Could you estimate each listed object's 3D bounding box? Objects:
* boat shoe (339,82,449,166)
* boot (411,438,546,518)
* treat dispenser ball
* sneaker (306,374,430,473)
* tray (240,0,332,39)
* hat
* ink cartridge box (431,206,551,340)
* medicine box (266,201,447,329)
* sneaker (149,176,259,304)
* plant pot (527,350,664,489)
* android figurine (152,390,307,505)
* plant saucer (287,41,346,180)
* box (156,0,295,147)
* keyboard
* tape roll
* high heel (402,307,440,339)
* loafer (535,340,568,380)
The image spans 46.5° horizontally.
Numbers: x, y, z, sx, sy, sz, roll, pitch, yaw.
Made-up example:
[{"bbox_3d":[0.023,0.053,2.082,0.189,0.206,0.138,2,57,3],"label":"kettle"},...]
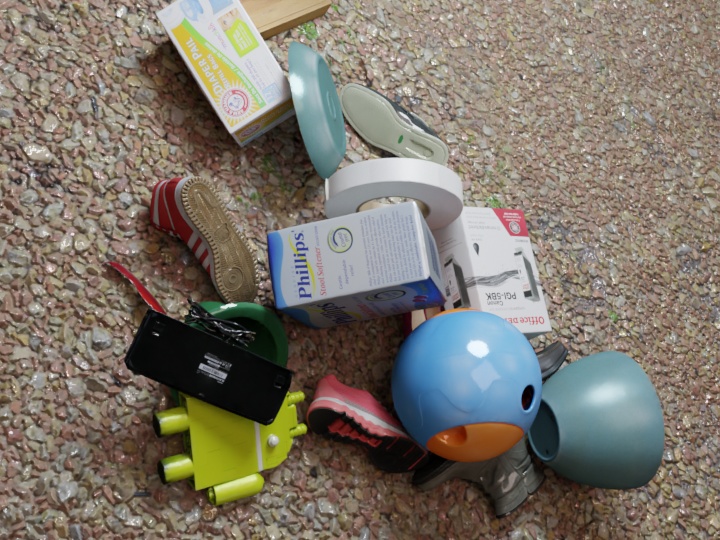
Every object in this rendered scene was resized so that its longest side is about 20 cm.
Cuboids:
[{"bbox_3d":[0.053,-0.228,1.329,0.199,0.072,0.068,34,26,-3],"label":"boat shoe"},{"bbox_3d":[0.179,0.299,1.200,0.199,0.068,0.132,-25,90,-28],"label":"boot"},{"bbox_3d":[0.140,0.152,1.116,0.199,0.201,0.203,8,69,-22],"label":"treat dispenser ball"},{"bbox_3d":[0.019,0.205,1.153,0.199,0.074,0.087,33,35,-22],"label":"sneaker"},{"bbox_3d":[-0.150,-0.418,1.306,0.199,0.037,0.099,-33,88,-31],"label":"tray"},{"bbox_3d":[-0.209,0.073,1.118,0.165,0.176,0.201,-26,127,-20],"label":"hat"},{"bbox_3d":[0.197,0.012,1.280,0.146,0.083,0.202,-1,73,-37],"label":"ink cartridge box"},{"bbox_3d":[0.000,0.000,1.106,0.198,0.182,0.104,-12,76,10],"label":"medicine box"},{"bbox_3d":[-0.214,-0.039,1.139,0.071,0.112,0.201,-39,121,-32],"label":"sneaker"},{"bbox_3d":[0.321,0.224,1.216,0.134,0.200,0.202,-4,74,-20],"label":"plant pot"},{"bbox_3d":[-0.159,0.201,1.058,0.198,0.041,0.184,-8,103,-29],"label":"android figurine"},{"bbox_3d":[-0.056,-0.232,1.203,0.036,0.200,0.202,-11,74,10],"label":"plant saucer"},{"bbox_3d":[-0.183,-0.293,1.189,0.112,0.101,0.201,-33,88,-1],"label":"box"},{"bbox_3d":[-0.174,0.104,1.009,0.199,0.040,0.105,28,90,-22],"label":"keyboard"},{"bbox_3d":[0.046,-0.101,1.194,0.201,0.203,0.037,7,70,-22],"label":"tape roll"},{"bbox_3d":[0.099,0.073,1.219,0.067,0.096,0.201,-28,86,-30],"label":"high heel"},{"bbox_3d":[0.235,0.150,1.272,0.199,0.073,0.073,-27,81,-31],"label":"loafer"}]
